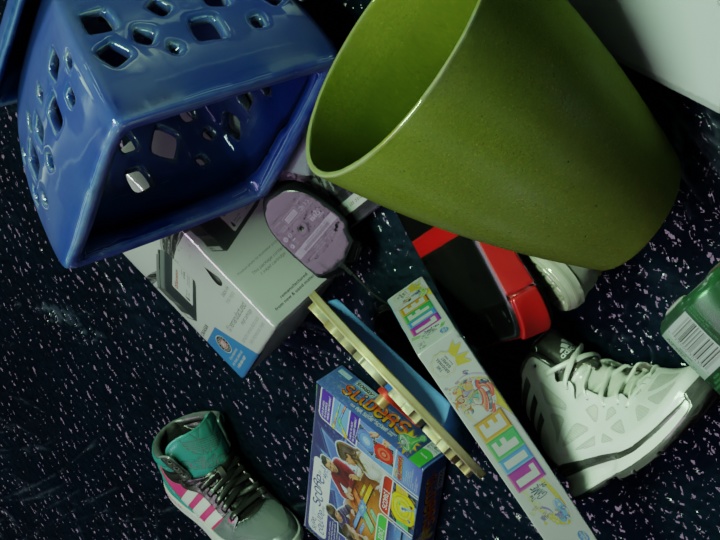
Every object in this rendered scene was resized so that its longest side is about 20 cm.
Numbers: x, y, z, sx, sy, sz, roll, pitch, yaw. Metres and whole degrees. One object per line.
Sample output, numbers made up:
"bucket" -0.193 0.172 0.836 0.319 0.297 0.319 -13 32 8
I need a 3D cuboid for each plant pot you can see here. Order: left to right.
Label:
"plant pot" -0.162 -0.146 1.283 0.180 0.199 0.200 56 146 16
"plant pot" 0.099 -0.089 1.086 0.199 0.188 0.187 32 153 -22

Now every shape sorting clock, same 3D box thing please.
"shape sorting clock" 0.027 0.092 1.365 0.200 0.039 0.200 43 177 2

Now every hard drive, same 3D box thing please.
"hard drive" 0.158 -0.196 1.069 0.200 0.026 0.133 34 139 33

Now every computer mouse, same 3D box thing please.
"computer mouse" 0.000 0.000 1.402 0.200 0.034 0.059 45 115 -2

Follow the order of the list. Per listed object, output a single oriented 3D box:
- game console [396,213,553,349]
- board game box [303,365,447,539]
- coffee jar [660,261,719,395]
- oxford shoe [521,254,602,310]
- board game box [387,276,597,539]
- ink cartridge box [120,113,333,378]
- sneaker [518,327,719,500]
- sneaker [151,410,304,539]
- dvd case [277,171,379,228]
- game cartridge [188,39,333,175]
"game console" 0.070 -0.027 1.250 0.178 0.031 0.200 62 170 1
"board game box" 0.010 0.199 1.557 0.135 0.034 0.201 37 141 29
"coffee jar" 0.285 0.074 1.052 0.200 0.104 0.085 50 148 10
"oxford shoe" 0.110 -0.044 1.228 0.200 0.058 0.075 44 169 43
"board game box" 0.096 0.110 1.282 0.201 0.034 0.135 56 -179 -17
"ink cartridge box" -0.129 -0.023 1.477 0.200 0.084 0.145 46 155 5
"sneaker" 0.171 0.086 1.229 0.116 0.076 0.201 52 148 5
"sneaker" -0.140 0.204 1.715 0.199 0.084 0.121 25 144 41
"dvd case" -0.060 -0.120 1.413 0.201 0.016 0.149 57 145 2
"game cartridge" -0.098 -0.163 1.383 0.200 0.041 0.134 35 135 31
